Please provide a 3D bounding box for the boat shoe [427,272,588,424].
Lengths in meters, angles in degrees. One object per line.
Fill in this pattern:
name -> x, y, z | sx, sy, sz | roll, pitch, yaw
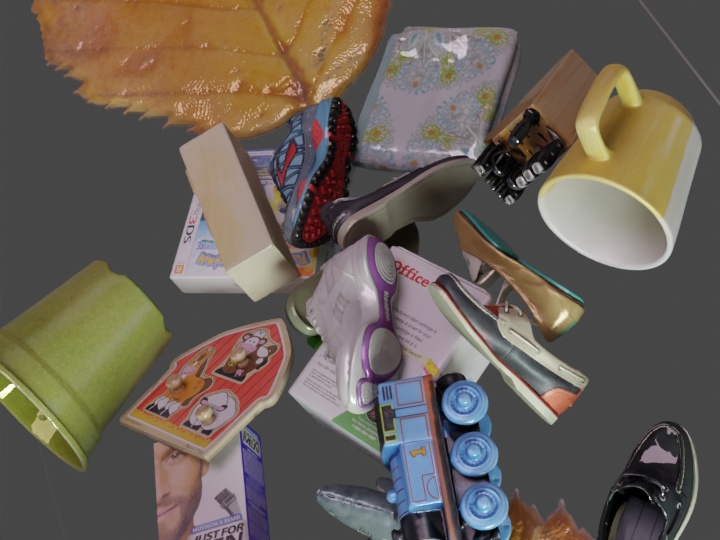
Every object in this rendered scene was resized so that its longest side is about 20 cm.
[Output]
boat shoe -> 0.148, 0.068, 1.460 | 0.063, 0.200, 0.071 | -45, 15, -2

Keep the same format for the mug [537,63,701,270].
mug -> 0.286, -0.114, 1.508 | 0.149, 0.187, 0.154 | 28, 64, 7

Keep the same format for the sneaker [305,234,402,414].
sneaker -> -0.010, 0.063, 1.508 | 0.099, 0.075, 0.201 | -21, 48, 31

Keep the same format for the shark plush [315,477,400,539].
shark plush -> 0.049, 0.262, 1.446 | 0.199, 0.083, 0.091 | 24, 72, 34

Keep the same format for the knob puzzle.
knob puzzle -> -0.158, 0.115, 1.628 | 0.218, 0.031, 0.220 | -21, 30, 13

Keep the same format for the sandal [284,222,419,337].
sandal -> 0.000, 0.001, 1.607 | 0.080, 0.057, 0.201 | 42, 57, 7

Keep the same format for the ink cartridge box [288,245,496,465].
ink cartridge box -> 0.044, 0.095, 1.549 | 0.144, 0.084, 0.201 | 28, 77, 35

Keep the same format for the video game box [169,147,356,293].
video game box -> -0.117, -0.061, 1.747 | 0.198, 0.047, 0.184 | -1, 63, 25

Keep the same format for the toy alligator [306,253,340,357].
toy alligator -> -0.028, 0.024, 1.653 | 0.054, 0.059, 0.201 | -47, 24, 54

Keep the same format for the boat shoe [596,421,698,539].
boat shoe -> 0.264, 0.226, 1.374 | 0.074, 0.066, 0.201 | 15, 69, 33

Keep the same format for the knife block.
knife block -> 0.202, -0.158, 1.572 | 0.064, 0.176, 0.200 | 45, 84, -6

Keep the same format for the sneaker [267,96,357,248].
sneaker -> -0.064, -0.105, 1.686 | 0.095, 0.079, 0.201 | -10, 50, 31

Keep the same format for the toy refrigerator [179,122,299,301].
toy refrigerator -> -0.144, -0.068, 1.689 | 0.070, 0.076, 0.201 | -29, 54, 7

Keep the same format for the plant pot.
plant pot -> -0.324, 0.096, 1.681 | 0.200, 0.201, 0.184 | 28, 64, 36

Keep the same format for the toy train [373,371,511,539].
toy train -> 0.078, 0.193, 1.395 | 0.113, 0.087, 0.202 | -11, 59, 3

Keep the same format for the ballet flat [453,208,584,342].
ballet flat -> 0.154, 0.005, 1.564 | 0.063, 0.068, 0.200 | -53, 51, 6

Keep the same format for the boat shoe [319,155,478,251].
boat shoe -> 0.043, -0.086, 1.608 | 0.199, 0.073, 0.063 | -28, 49, -26

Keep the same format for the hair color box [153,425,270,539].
hair color box -> -0.158, 0.269, 1.558 | 0.108, 0.065, 0.201 | -20, 53, 15

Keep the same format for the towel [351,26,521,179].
towel -> 0.091, -0.203, 1.729 | 0.170, 0.048, 0.201 | 5, 64, 29
